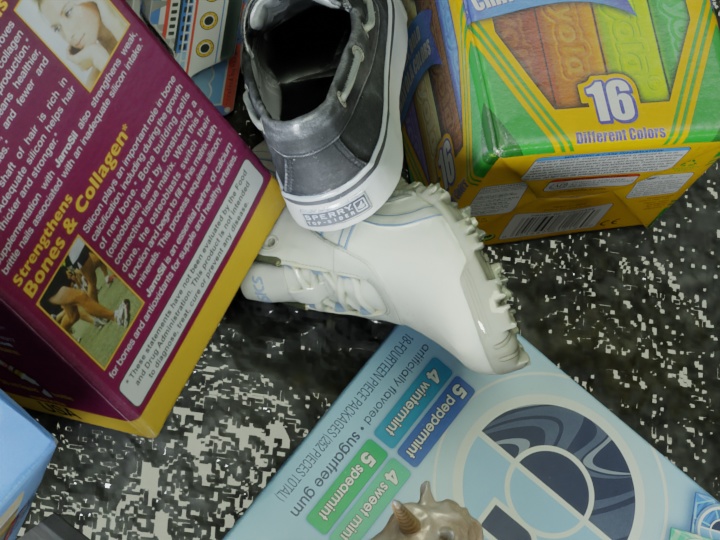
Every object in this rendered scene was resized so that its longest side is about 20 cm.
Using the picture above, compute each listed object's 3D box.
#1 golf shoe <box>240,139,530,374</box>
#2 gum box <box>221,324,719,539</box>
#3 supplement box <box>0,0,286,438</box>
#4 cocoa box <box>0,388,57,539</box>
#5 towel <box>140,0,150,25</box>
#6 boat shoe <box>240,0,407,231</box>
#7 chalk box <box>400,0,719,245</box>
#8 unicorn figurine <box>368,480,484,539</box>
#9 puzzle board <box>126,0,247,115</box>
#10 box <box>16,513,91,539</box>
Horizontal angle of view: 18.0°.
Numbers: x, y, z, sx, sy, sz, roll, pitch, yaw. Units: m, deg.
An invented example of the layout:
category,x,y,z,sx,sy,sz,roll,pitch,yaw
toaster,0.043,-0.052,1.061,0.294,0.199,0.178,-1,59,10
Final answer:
category,x,y,z,sx,sy,sz,roll,pitch,yaw
golf shoe,0.000,0.000,0.984,0.097,0.079,0.200,-31,36,-10
gum box,0.059,0.128,1.002,0.200,0.045,0.170,40,66,1
supplement box,-0.140,-0.042,0.923,0.200,0.103,0.131,51,60,-42
cocoa box,-0.212,0.095,0.859,0.131,0.200,0.134,40,67,2
towel,-0.161,-0.130,0.993,0.199,0.153,0.023,-17,42,-20
boat shoe,-0.023,-0.102,0.999,0.071,0.068,0.201,-18,37,14
chalk box,0.081,-0.127,1.055,0.123,0.124,0.202,-6,73,-17
unicorn figurine,0.011,0.164,0.914,0.201,0.137,0.074,56,25,-25
puzzle board,-0.108,-0.150,0.978,0.150,0.201,0.017,-6,35,-27
box,-0.056,0.201,0.834,0.050,0.201,0.157,-38,45,-23
